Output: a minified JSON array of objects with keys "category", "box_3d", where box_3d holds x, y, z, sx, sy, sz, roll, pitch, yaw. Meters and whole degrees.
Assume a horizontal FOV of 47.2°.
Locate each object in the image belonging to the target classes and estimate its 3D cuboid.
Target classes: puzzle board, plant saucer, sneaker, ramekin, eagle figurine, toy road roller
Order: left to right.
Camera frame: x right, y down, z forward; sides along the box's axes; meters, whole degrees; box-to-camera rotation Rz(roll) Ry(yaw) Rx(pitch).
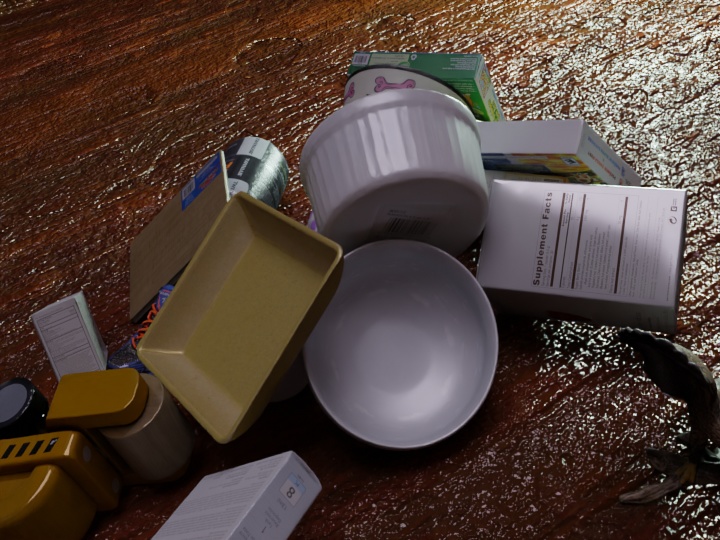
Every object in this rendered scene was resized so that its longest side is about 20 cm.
[{"category":"toy road roller","box_3d":[-0.266,0.189,0.774,0.195,0.124,0.148,-10,46,12]},{"category":"sneaker","box_3d":[-0.228,0.058,0.976,0.074,0.080,0.200,12,41,31]},{"category":"puzzle board","box_3d":[-0.234,-0.045,1.068,0.199,0.017,0.152,-41,39,21]},{"category":"plant saucer","box_3d":[-0.111,0.042,0.799,0.199,0.048,0.202,29,86,47]},{"category":"ramekin","box_3d":[0.039,-0.079,0.849,0.195,0.202,0.100,-11,58,0]},{"category":"eagle figurine","box_3d":[0.291,0.100,0.655,0.150,0.204,0.150,-32,38,-27]}]

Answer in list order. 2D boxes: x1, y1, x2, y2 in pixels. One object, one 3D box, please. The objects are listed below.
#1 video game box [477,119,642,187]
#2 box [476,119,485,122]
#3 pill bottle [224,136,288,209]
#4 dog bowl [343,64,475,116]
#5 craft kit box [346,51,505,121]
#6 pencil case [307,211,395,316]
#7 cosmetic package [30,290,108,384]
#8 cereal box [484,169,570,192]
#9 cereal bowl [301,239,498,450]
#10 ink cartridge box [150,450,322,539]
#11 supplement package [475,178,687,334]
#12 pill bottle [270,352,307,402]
[{"category":"video game box","box_3d":[0.212,-0.126,0.995,0.197,0.180,0.048,8,82,42]},{"category":"box","box_3d":[0.150,-0.165,1.102,0.197,0.077,0.050,0,18,-45]},{"category":"pill bottle","box_3d":[-0.169,-0.094,1.149,0.103,0.108,0.202,-3,35,12]},{"category":"dog bowl","box_3d":[0.060,-0.200,1.167,0.196,0.200,0.075,9,70,27]},{"category":"craft kit box","box_3d":[0.104,-0.239,1.199,0.196,0.197,0.050,9,72,27]},{"category":"pencil case","box_3d":[0.000,0.000,0.960,0.083,0.085,0.202,-10,49,-15]},{"category":"cosmetic package","box_3d":[-0.316,0.072,0.905,0.050,0.084,0.200,-21,6,-15]},{"category":"cereal box","box_3d":[0.171,-0.087,1.021,0.196,0.143,0.041,11,83,27]},{"category":"cereal bowl","box_3d":[0.035,0.078,0.822,0.194,0.084,0.205,2,72,-5]},{"category":"ink cartridge box","box_3d":[-0.135,0.241,0.655,0.159,0.047,0.201,-27,18,48]},{"category":"supplement package","box_3d":[0.235,-0.014,0.868,0.195,0.121,0.123,6,77,24]},{"category":"pill bottle","box_3d":[-0.103,0.043,0.922,0.117,0.122,0.202,-11,38,1]}]
